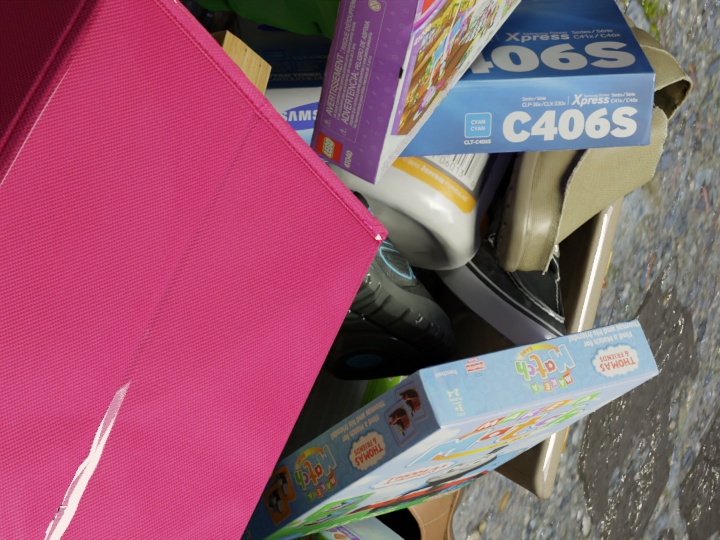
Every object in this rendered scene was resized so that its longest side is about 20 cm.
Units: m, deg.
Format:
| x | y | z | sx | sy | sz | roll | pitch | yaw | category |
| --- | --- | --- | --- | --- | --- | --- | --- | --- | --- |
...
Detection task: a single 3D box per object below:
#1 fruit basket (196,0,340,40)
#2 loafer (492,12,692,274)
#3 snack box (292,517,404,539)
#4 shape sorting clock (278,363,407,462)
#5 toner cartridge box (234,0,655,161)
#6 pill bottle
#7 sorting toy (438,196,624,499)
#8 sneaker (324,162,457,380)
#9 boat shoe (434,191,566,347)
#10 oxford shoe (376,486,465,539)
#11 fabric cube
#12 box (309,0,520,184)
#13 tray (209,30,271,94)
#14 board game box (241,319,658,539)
| x | y | z | sx | sy | sz | roll | pitch | yaw | category |
| --- | --- | --- | --- | --- | --- | --- | --- | --- | --- |
| -0.009 | -0.231 | 1.077 | 0.216 | 0.155 | 0.216 | -42 | 141 | -47 | fruit basket |
| 0.130 | -0.069 | 1.287 | 0.076 | 0.067 | 0.200 | 101 | 15 | -50 | loafer |
| -0.003 | 0.256 | 1.310 | 0.068 | 0.169 | 0.200 | 7 | 108 | -44 | snack box |
| -0.031 | 0.081 | 1.336 | 0.200 | 0.039 | 0.200 | -35 | 139 | -37 | shape sorting clock |
| 0.040 | -0.097 | 1.182 | 0.095 | 0.200 | 0.043 | -107 | -164 | -59 | toner cartridge box |
| 0.048 | -0.111 | 1.296 | 0.200 | 0.116 | 0.116 | -64 | 152 | -17 | pill bottle |
| 0.097 | 0.026 | 1.417 | 0.036 | 0.200 | 0.185 | 11 | 97 | -22 | sorting toy |
| 0.000 | 0.000 | 1.230 | 0.200 | 0.073 | 0.082 | 53 | 26 | -63 | sneaker |
| 0.083 | -0.015 | 1.341 | 0.072 | 0.200 | 0.068 | 37 | 102 | -26 | boat shoe |
| 0.023 | 0.181 | 1.449 | 0.071 | 0.071 | 0.200 | -54 | 154 | -40 | oxford shoe |
| -0.146 | 0.008 | 0.876 | 0.200 | 0.196 | 0.200 | 46 | 64 | -46 | fabric cube |
| 0.048 | -0.151 | 1.093 | 0.200 | 0.039 | 0.137 | -53 | 165 | -40 | box |
| -0.109 | -0.006 | 1.027 | 0.037 | 0.099 | 0.200 | 39 | 55 | -42 | tray |
| 0.039 | 0.088 | 1.239 | 0.151 | 0.200 | 0.037 | -11 | 73 | -37 | board game box |
